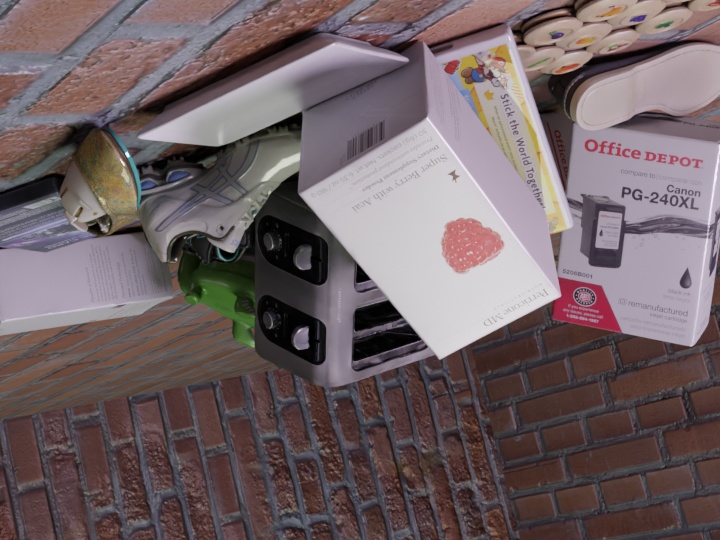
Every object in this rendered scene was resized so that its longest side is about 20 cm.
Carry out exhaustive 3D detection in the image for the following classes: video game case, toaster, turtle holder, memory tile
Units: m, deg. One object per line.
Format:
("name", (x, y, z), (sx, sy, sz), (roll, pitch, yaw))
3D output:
("video game case", (-0.295, -0.050, 1.293), (0.142, 0.019, 0.200), (-16, 173, 17))
("video game case", (0.066, -0.092, 1.144), (0.181, 0.201, 0.023), (-16, -145, 13))
("toaster", (0.000, 0.000, 1.329), (0.199, 0.182, 0.118), (-14, -151, -36))
("turtle holder", (-0.110, 0.005, 1.469), (0.141, 0.132, 0.185), (33, 162, -26))
("memory tile", (0.204, -0.203, 1.118), (0.199, 0.017, 0.153), (-20, 170, 37))

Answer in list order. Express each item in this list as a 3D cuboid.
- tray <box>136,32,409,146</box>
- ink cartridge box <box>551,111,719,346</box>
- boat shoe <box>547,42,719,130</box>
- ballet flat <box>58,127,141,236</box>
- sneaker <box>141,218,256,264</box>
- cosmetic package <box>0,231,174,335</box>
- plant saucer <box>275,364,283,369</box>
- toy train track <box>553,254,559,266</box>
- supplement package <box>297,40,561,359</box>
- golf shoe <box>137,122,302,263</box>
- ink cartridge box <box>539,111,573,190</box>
("tray", (-0.071, -0.140, 1.051), (0.199, 0.022, 0.107), (-19, 171, 32))
("ink cartridge box", (0.270, -0.045, 1.310), (0.144, 0.202, 0.083), (11, -161, 23))
("boat shoe", (0.265, -0.183, 1.285), (0.199, 0.073, 0.063), (-16, -143, -27))
("ballet flat", (-0.217, -0.064, 1.128), (0.070, 0.071, 0.200), (-13, 175, -10))
("sneaker", (-0.163, -0.040, 1.378), (0.075, 0.080, 0.200), (-9, 172, -33))
("cosmetic package", (-0.316, 0.015, 1.473), (0.199, 0.082, 0.113), (-10, 173, -31))
("plant saucer", (-0.022, 0.036, 1.520), (0.039, 0.202, 0.201), (36, 151, -16))
("toy train track", (0.166, -0.027, 1.381), (0.114, 0.033, 0.200), (-6, 168, 0))
("supplement package", (0.056, -0.053, 1.084), (0.121, 0.200, 0.120), (-29, -148, 20))
("golf shoe", (-0.107, -0.067, 1.225), (0.199, 0.098, 0.078), (-19, 169, 19))
("ink cartridge box", (0.159, -0.095, 1.413), (0.199, 0.117, 0.068), (-9, 172, -29))
